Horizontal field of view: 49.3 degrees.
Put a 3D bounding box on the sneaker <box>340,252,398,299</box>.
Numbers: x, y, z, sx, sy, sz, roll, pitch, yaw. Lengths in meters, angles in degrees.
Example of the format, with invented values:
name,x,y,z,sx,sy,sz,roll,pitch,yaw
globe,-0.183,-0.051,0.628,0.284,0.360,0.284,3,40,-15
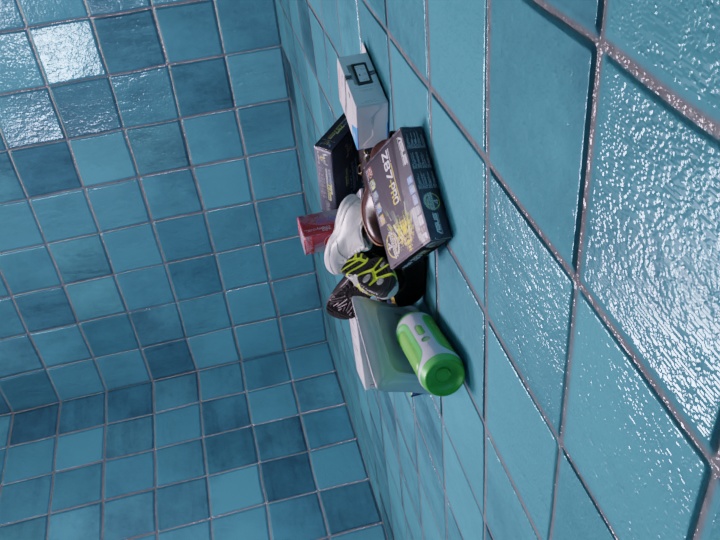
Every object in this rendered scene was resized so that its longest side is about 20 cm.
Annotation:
name,x,y,z,sx,sy,sz,roll,pitch,yaw
sneaker,0.034,0.018,1.549,0.076,0.075,0.200,44,177,-25

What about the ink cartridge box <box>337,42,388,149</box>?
name,x,y,z,sx,sy,sz,roll,pitch,yaw
ink cartridge box,-0.001,-0.359,1.599,0.116,0.068,0.200,88,168,-52

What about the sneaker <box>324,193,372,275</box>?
name,x,y,z,sx,sy,sz,roll,pitch,yaw
sneaker,-0.015,-0.057,1.632,0.088,0.075,0.200,32,133,19

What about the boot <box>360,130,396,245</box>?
name,x,y,z,sx,sy,sz,roll,pitch,yaw
boot,0.046,-0.153,1.488,0.166,0.072,0.200,153,117,-81

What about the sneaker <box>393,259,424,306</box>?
name,x,y,z,sx,sy,sz,roll,pitch,yaw
sneaker,0.089,-0.022,1.526,0.200,0.060,0.104,95,163,-55

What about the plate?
name,x,y,z,sx,sy,sz,roll,pitch,yaw
plate,0.081,0.144,1.542,0.032,0.199,0.200,-35,59,34

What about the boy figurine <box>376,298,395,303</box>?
name,x,y,z,sx,sy,sz,roll,pitch,yaw
boy figurine,0.073,0.044,1.721,0.200,0.064,0.124,118,142,-82

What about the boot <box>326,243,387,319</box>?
name,x,y,z,sx,sy,sz,roll,pitch,yaw
boot,0.003,0.001,1.750,0.211,0.079,0.158,-50,18,39

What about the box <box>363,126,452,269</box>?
name,x,y,z,sx,sy,sz,roll,pitch,yaw
box,0.077,-0.119,1.330,0.161,0.049,0.200,-35,65,60

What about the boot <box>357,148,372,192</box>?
name,x,y,z,sx,sy,sz,roll,pitch,yaw
boot,0.025,-0.202,1.677,0.200,0.069,0.174,158,105,-78

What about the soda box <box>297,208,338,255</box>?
name,x,y,z,sx,sy,sz,roll,pitch,yaw
soda box,-0.040,-0.099,1.796,0.063,0.200,0.070,89,166,-52

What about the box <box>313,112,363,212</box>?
name,x,y,z,sx,sy,sz,roll,pitch,yaw
box,-0.040,-0.247,1.799,0.158,0.051,0.200,-53,-27,-35

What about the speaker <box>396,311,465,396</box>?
name,x,y,z,sx,sy,sz,roll,pitch,yaw
speaker,0.124,0.147,1.421,0.200,0.088,0.089,-119,18,-65

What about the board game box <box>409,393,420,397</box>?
name,x,y,z,sx,sy,sz,roll,pitch,yaw
board game box,0.117,0.190,1.724,0.200,0.034,0.135,96,161,-68

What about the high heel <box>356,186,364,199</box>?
name,x,y,z,sx,sy,sz,roll,pitch,yaw
high heel,-0.020,-0.153,2.042,0.200,0.071,0.143,-149,53,-68

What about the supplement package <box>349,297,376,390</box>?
name,x,y,z,sx,sy,sz,roll,pitch,yaw
supplement package,0.042,0.179,1.972,0.110,0.114,0.200,-119,20,-63
